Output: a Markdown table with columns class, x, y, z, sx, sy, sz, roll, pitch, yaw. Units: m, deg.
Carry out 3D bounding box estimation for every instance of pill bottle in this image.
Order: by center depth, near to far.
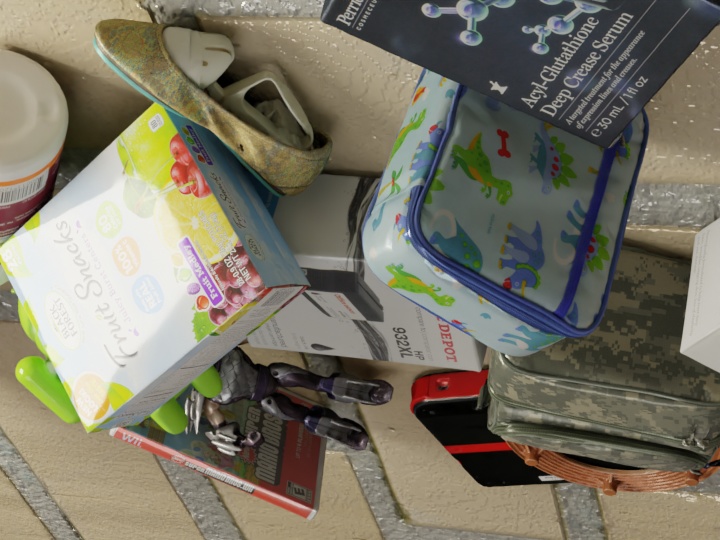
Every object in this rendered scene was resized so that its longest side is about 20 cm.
| class | x | y | z | sx | sy | sz | roll | pitch | yaw |
| --- | --- | --- | --- | --- | --- | --- | --- | --- | --- |
| pill bottle | -0.296 | -0.073 | 1.258 | 0.114 | 0.114 | 0.200 | 21 | 147 | -7 |

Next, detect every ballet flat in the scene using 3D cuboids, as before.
| class | x | y | z | sx | sy | sz | roll | pitch | yaw |
| --- | --- | --- | --- | --- | --- | --- | --- | --- | --- |
| ballet flat | -0.098 | -0.129 | 1.147 | 0.200 | 0.071 | 0.071 | 38 | 141 | -28 |

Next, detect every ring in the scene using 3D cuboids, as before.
| class | x | y | z | sx | sy | sz | roll | pitch | yaw |
| --- | --- | --- | --- | --- | --- | --- | --- | --- | --- |
| ring | 0.220 | 0.151 | 1.403 | 0.200 | 0.019 | 0.201 | 9 | 147 | 6 |

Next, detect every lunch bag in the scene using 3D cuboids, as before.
| class | x | y | z | sx | sy | sz | roll | pitch | yaw |
| --- | --- | --- | --- | --- | --- | --- | --- | --- | --- |
| lunch bag | 0.101 | -0.056 | 1.036 | 0.161 | 0.200 | 0.082 | 32 | 151 | -19 |
| lunch bag | 0.196 | 0.080 | 1.247 | 0.199 | 0.140 | 0.168 | 9 | 148 | 5 |

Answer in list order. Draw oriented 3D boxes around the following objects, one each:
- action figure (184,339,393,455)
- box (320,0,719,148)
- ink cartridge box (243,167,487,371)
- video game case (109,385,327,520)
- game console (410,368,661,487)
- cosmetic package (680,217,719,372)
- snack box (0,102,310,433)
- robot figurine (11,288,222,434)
| class | x | y | z | sx | sy | sz | roll | pitch | yaw |
| --- | --- | --- | --- | --- | --- | --- | --- | --- | --- |
| action figure | -0.077 | 0.104 | 1.431 | 0.199 | 0.131 | 0.069 | 17 | -174 | -25 |
| box | 0.100 | -0.185 | 0.934 | 0.199 | 0.107 | 0.148 | 23 | 147 | -8 |
| ink cartridge box | 0.000 | 0.000 | 1.264 | 0.199 | 0.084 | 0.145 | 5 | 145 | 16 |
| video game case | -0.124 | 0.139 | 1.470 | 0.200 | 0.143 | 0.017 | 25 | 123 | -13 |
| game console | 0.160 | 0.143 | 1.460 | 0.199 | 0.031 | 0.177 | -7 | 143 | 32 |
| cosmetic package | 0.337 | 0.041 | 1.158 | 0.200 | 0.113 | 0.081 | 27 | 145 | -13 |
| snack box | -0.160 | -0.001 | 1.203 | 0.200 | 0.169 | 0.068 | -40 | 162 | 26 |
| robot figurine | -0.205 | 0.047 | 1.346 | 0.200 | 0.176 | 0.116 | 40 | 171 | 22 |
